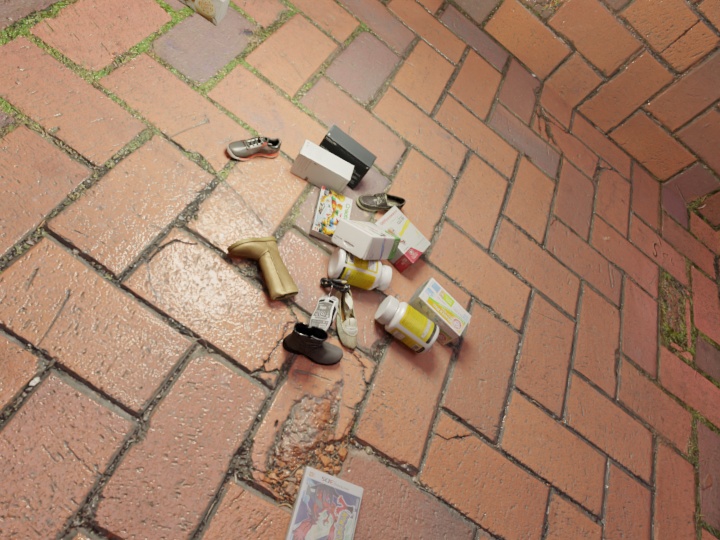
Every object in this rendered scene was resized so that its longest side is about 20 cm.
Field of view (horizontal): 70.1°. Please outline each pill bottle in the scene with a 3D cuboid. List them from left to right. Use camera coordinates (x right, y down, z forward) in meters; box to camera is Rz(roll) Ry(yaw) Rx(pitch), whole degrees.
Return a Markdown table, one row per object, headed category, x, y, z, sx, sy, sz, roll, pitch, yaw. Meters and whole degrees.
| category | x | y | z | sx | sy | sz | roll | pitch | yaw |
| --- | --- | --- | --- | --- | --- | --- | --- | --- | --- |
| pill bottle | 0.000 | 0.000 | 1.715 | 0.199 | 0.112 | 0.113 | 18 | 56 | -22 |
| pill bottle | 0.153 | 0.178 | 1.706 | 0.199 | 0.114 | 0.115 | 36 | 51 | -9 |

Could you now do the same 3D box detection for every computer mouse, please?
| category | x | y | z | sx | sy | sz | roll | pitch | yaw |
| --- | --- | --- | --- | --- | --- | --- | --- | --- | --- |
| computer mouse | -0.105 | 0.116 | 1.619 | 0.109 | 0.044 | 0.201 | 7 | 60 | 23 |

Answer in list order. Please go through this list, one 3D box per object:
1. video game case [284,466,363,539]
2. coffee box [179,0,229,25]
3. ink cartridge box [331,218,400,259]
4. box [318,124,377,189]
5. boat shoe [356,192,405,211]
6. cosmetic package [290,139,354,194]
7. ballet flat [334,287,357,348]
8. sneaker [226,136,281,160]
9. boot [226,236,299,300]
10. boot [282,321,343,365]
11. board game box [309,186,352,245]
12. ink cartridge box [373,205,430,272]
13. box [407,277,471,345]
| category | x | y | z | sx | sy | sz | roll | pitch | yaw |
| --- | --- | --- | --- | --- | --- | --- | --- | --- | --- |
| video game case | -0.092 | 0.649 | 1.356 | 0.181 | 0.023 | 0.201 | 27 | 54 | -15 |
| coffee box | -0.603 | -1.045 | 1.938 | 0.199 | 0.114 | 0.080 | 31 | 53 | -13 |
| ink cartridge box | 0.021 | -0.103 | 1.715 | 0.144 | 0.085 | 0.199 | 30 | 16 | 27 |
| box | -0.061 | -0.416 | 1.893 | 0.199 | 0.141 | 0.079 | 35 | 52 | -10 |
| boat shoe | 0.081 | -0.266 | 1.942 | 0.199 | 0.065 | 0.074 | -1 | 66 | -30 |
| cosmetic package | -0.136 | -0.364 | 1.839 | 0.199 | 0.113 | 0.082 | 27 | 53 | -13 |
| ballet flat | -0.044 | 0.148 | 1.639 | 0.067 | 0.062 | 0.201 | 0 | 64 | -30 |
| sneaker | -0.361 | -0.435 | 1.761 | 0.199 | 0.082 | 0.077 | -15 | 73 | -36 |
| boot | -0.296 | -0.003 | 1.572 | 0.174 | 0.066 | 0.201 | -14 | 73 | -35 |
| boot | -0.121 | 0.218 | 1.508 | 0.199 | 0.132 | 0.070 | 16 | 56 | -23 |
| board game box | -0.102 | -0.191 | 1.811 | 0.125 | 0.035 | 0.201 | 22 | 55 | -20 |
| ink cartridge box | 0.138 | -0.117 | 1.881 | 0.200 | 0.083 | 0.145 | 46 | 50 | 0 |
| box | 0.272 | 0.146 | 1.803 | 0.200 | 0.101 | 0.113 | 44 | 51 | -3 |
